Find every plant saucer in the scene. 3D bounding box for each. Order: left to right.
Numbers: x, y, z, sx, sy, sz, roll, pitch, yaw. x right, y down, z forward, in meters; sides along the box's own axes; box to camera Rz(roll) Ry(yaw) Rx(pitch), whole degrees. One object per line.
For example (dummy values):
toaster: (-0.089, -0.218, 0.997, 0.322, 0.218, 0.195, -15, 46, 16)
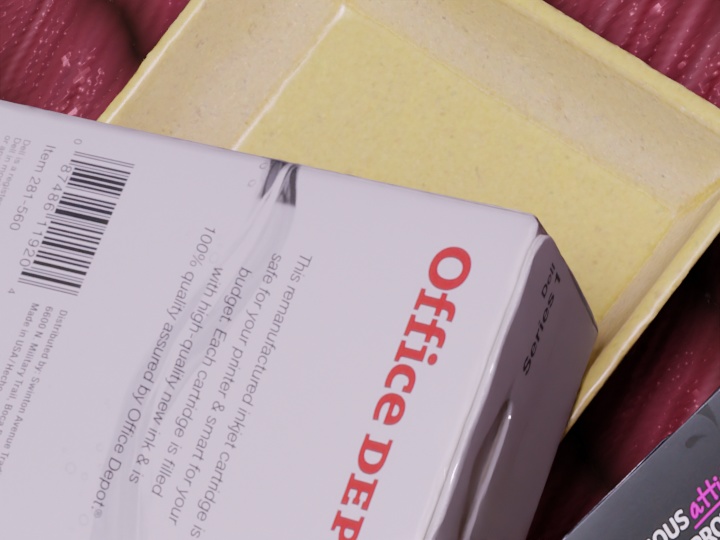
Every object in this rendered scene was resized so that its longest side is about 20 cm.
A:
plant saucer: (0.000, 0.000, 0.915, 0.200, 0.048, 0.200, 35, 83, 28)

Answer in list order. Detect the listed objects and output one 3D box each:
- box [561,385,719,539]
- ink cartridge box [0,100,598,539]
box: (0.157, 0.130, 0.753, 0.124, 0.148, 0.200, -47, 62, 29)
ink cartridge box: (-0.049, 0.044, 0.838, 0.200, 0.084, 0.146, 14, 71, 24)
